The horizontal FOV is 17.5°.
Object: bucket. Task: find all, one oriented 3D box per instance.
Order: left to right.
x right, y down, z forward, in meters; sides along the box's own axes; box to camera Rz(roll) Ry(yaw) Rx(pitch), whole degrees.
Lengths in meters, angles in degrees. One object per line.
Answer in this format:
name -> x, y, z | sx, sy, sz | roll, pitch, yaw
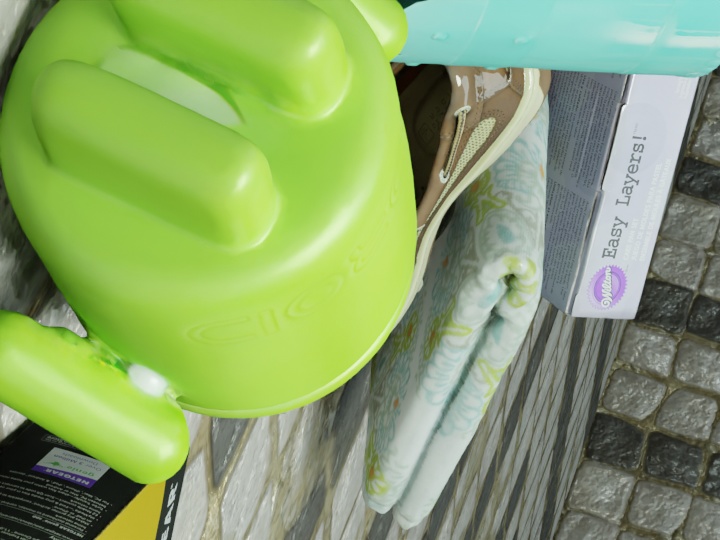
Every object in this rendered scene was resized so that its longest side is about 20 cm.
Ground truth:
bucket -> 0.072, -0.167, 0.862 | 0.207, 0.134, 0.209 | -175, -90, -79

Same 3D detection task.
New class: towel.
towel -> 0.052, 0.014, 1.237 | 0.172, 0.048, 0.201 | -88, -163, -50

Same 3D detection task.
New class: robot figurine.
robot figurine -> -0.041, -0.023, 0.711 | 0.200, 0.115, 0.176 | 75, 39, -71

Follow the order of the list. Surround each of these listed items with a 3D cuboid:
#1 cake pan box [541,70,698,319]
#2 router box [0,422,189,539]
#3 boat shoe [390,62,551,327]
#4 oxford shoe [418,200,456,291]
cake pan box -> 0.110, -0.089, 1.293 | 0.184, 0.052, 0.201 | 38, -61, 59
router box -> -0.120, 0.163, 0.756 | 0.157, 0.052, 0.201 | -48, 152, -66
boat shoe -> -0.004, -0.027, 0.972 | 0.075, 0.075, 0.203 | -21, 149, -55
oxford shoe -> 0.000, 0.000, 1.126 | 0.200, 0.057, 0.076 | -58, 163, -52
